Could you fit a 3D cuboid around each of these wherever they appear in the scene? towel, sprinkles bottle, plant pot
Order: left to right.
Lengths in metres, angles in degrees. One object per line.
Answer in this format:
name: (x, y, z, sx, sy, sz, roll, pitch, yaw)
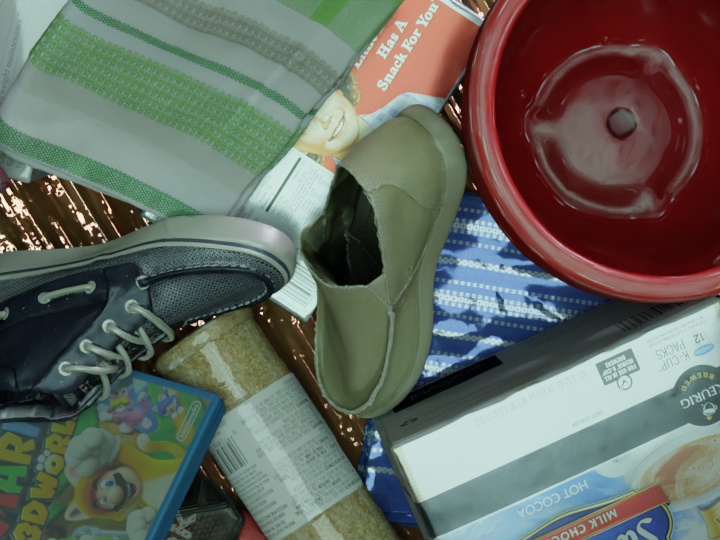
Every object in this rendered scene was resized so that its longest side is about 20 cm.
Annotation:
towel: (-0.086, -0.104, 1.103, 0.149, 0.031, 0.200, 21, 131, -26)
sprinkles bottle: (-0.039, 0.118, 1.234, 0.068, 0.068, 0.200, -34, 87, 3)
towel: (0.081, 0.058, 1.264, 0.144, 0.024, 0.201, 9, 95, -2)
plant pot: (0.147, -0.081, 1.164, 0.199, 0.182, 0.202, 0, 89, -4)

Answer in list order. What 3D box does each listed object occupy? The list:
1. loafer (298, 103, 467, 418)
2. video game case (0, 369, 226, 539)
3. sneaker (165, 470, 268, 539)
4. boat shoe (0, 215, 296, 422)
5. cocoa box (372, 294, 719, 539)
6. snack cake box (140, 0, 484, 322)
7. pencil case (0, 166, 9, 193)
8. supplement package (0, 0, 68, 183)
loafer: (0.000, 0.000, 1.154, 0.068, 0.076, 0.201, -15, 134, -32)
video game case: (-0.191, 0.108, 1.199, 0.199, 0.018, 0.144, 15, 65, 23)
sneaker: (-0.131, 0.182, 1.198, 0.071, 0.201, 0.098, -18, 114, 42)
boat shoe: (-0.129, 0.033, 1.173, 0.199, 0.075, 0.093, -10, 54, 25)
cocoa box: (0.124, 0.105, 1.196, 0.199, 0.133, 0.132, -24, 96, -1)
snack cake box: (-0.024, -0.086, 1.227, 0.115, 0.067, 0.200, 33, 94, -2)
pencil case: (-0.259, -0.107, 1.103, 0.083, 0.087, 0.201, -27, 91, 17)
supplement package: (-0.261, -0.129, 1.200, 0.199, 0.110, 0.114, 14, 95, -2)
